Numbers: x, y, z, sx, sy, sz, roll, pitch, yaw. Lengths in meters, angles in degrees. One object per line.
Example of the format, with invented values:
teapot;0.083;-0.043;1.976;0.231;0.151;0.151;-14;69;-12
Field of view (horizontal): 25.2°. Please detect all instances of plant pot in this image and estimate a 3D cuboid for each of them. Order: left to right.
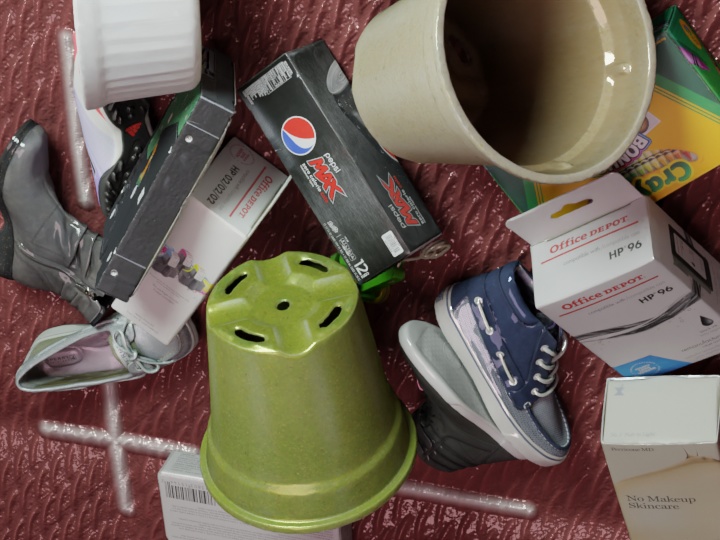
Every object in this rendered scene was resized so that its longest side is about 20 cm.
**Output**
plant pot;-0.057;0.093;1.401;0.200;0.201;0.185;6;132;17
plant pot;0.092;-0.157;1.242;0.201;0.200;0.183;54;153;-17

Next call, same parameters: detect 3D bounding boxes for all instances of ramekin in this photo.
ramekin;-0.183;-0.234;1.303;0.097;0.201;0.201;-4;123;-8

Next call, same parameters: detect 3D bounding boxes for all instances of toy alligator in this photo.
toy alligator;0.000;0.000;1.473;0.200;0.059;0.054;-33;65;33

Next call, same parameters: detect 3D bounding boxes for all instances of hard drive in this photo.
hard drive;-0.168;-0.086;1.396;0.038;0.140;0.200;25;111;-16

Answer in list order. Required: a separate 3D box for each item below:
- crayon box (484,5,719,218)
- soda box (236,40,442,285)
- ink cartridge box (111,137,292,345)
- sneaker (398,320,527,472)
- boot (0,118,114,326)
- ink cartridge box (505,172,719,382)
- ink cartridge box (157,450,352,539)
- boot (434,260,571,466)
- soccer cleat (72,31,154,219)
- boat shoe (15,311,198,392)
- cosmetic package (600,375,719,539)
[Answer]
crayon box;0.209;-0.111;1.320;0.200;0.058;0.119;-32;105;33
soda box;-0.017;-0.093;1.378;0.063;0.071;0.200;-31;90;33
ink cartridge box;-0.135;-0.039;1.456;0.068;0.115;0.200;36;125;-6
sneaker;0.071;0.126;1.491;0.099;0.071;0.200;-23;130;29
boot;-0.279;-0.046;1.534;0.131;0.070;0.200;25;138;10
ink cartridge box;0.221;0.010;1.335;0.116;0.068;0.200;-25;138;31
ink cartridge box;-0.108;0.286;1.694;0.199;0.045;0.177;8;122;16
boot;0.154;0.087;1.455;0.090;0.073;0.200;-24;109;37
soccer cleat;-0.226;-0.132;1.473;0.073;0.068;0.200;42;147;35
boat shoe;-0.253;0.083;1.607;0.201;0.065;0.075;-10;117;25
cosmetic package;0.282;0.181;1.431;0.103;0.073;0.200;-3;140;21
